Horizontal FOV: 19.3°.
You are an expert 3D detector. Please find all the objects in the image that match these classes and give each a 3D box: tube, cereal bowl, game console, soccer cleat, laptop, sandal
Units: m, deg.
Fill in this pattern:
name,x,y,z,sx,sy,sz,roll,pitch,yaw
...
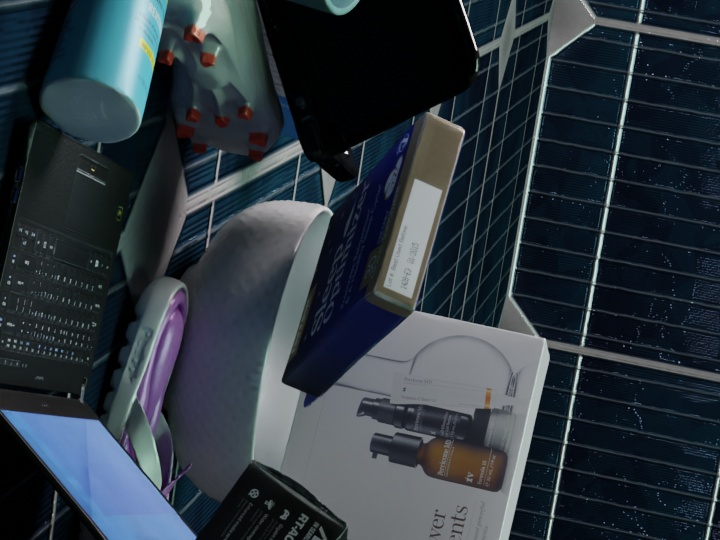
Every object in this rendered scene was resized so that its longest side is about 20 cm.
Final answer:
name,x,y,z,sx,sy,sz,roll,pitch,yaw
tube,-0.114,-0.159,1.062,0.078,0.050,0.201,98,2,-59
cereal bowl,-0.077,0.050,1.357,0.200,0.083,0.202,11,90,-81
game console,-0.003,-0.170,1.227,0.176,0.116,0.201,33,40,-80
soccer cleat,-0.080,-0.128,1.209,0.200,0.069,0.078,70,29,-66
laptop,-0.118,0.043,1.067,0.177,0.103,0.201,35,67,-80
sandal,-0.125,0.106,1.245,0.082,0.049,0.204,-11,113,-77

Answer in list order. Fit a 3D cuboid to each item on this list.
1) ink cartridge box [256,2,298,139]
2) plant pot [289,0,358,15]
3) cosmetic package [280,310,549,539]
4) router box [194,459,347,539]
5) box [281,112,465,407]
name,x,y,z,sx,sy,sz,roll,pitch,yaw
ink cartridge box,-0.019,-0.194,1.424,0.201,0.066,0.116,90,24,-48
plant pot,-0.068,-0.221,0.895,0.201,0.160,0.202,11,90,-80
cosmetic package,0.027,0.128,1.363,0.052,0.150,0.201,61,41,-72
router box,-0.084,0.208,1.073,0.200,0.062,0.150,-54,170,-16
box,0.000,0.000,1.274,0.200,0.032,0.122,132,-23,-61
